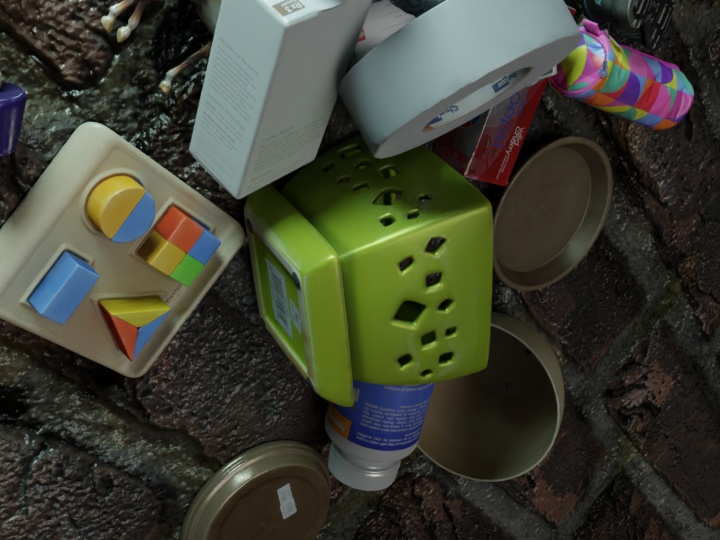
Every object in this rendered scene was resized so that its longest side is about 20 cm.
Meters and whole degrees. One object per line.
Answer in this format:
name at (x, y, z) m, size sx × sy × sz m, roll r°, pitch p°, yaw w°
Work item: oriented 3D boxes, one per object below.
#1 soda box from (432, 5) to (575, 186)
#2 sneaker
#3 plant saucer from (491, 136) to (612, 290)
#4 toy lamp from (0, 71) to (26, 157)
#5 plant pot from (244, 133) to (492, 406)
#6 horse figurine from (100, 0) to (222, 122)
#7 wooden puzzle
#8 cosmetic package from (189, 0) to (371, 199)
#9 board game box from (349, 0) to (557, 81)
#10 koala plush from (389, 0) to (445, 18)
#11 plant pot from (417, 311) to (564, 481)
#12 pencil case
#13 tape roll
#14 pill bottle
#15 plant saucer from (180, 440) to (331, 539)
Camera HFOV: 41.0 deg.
soda box at (0.149, -0.195, 1.021) m, size 0.070 × 0.063 × 0.200 m, roll 7°, pitch 111°, yaw -40°
sneaker at (0.299, -0.300, 1.078) m, size 0.200 × 0.079 × 0.075 m, roll 0°, pitch 111°, yaw -61°
plant saucer at (0.226, -0.070, 1.170) m, size 0.200 × 0.029 × 0.200 m, roll -19°, pitch 126°, yaw -29°
toy lamp at (-0.276, -0.181, 0.699) m, size 0.058 × 0.058 × 0.200 m, roll -13°, pitch 119°, yaw -33°
plant pot at (0.000, 0.000, 0.932) m, size 0.181 × 0.199 × 0.200 m, roll -20°, pitch 127°, yaw -20°
horse figurine at (-0.133, -0.212, 0.798) m, size 0.133 × 0.050 × 0.200 m, roll -43°, pitch 137°, yaw 0°
wooden puzzle at (-0.214, -0.005, 0.855) m, size 0.185 × 0.046 × 0.200 m, roll -53°, pitch 135°, yaw -1°
cosmetic package at (-0.070, -0.161, 0.795) m, size 0.102 × 0.074 × 0.200 m, roll -33°, pitch 159°, yaw -38°
board game box at (0.085, -0.221, 0.925) m, size 0.200 × 0.035 × 0.126 m, roll -19°, pitch 119°, yaw -8°
koala plush at (0.002, -0.328, 0.785) m, size 0.200 × 0.184 × 0.177 m, roll 10°, pitch 122°, yaw -20°
plant pot at (0.157, 0.131, 1.153) m, size 0.134 × 0.200 × 0.200 m, roll -33°, pitch 139°, yaw -58°
pencil case at (0.304, -0.221, 1.116) m, size 0.200 × 0.088 × 0.088 m, roll 9°, pitch 109°, yaw -43°
tape roll at (0.083, -0.171, 0.811) m, size 0.200 × 0.200 × 0.066 m, roll -29°, pitch 88°, yaw -23°
pill bottle at (0.021, 0.144, 1.084) m, size 0.112 × 0.112 × 0.200 m, roll -5°, pitch 119°, yaw -37°
plant saucer at (-0.114, 0.290, 1.122) m, size 0.200 × 0.029 × 0.200 m, roll -18°, pitch 124°, yaw -29°
